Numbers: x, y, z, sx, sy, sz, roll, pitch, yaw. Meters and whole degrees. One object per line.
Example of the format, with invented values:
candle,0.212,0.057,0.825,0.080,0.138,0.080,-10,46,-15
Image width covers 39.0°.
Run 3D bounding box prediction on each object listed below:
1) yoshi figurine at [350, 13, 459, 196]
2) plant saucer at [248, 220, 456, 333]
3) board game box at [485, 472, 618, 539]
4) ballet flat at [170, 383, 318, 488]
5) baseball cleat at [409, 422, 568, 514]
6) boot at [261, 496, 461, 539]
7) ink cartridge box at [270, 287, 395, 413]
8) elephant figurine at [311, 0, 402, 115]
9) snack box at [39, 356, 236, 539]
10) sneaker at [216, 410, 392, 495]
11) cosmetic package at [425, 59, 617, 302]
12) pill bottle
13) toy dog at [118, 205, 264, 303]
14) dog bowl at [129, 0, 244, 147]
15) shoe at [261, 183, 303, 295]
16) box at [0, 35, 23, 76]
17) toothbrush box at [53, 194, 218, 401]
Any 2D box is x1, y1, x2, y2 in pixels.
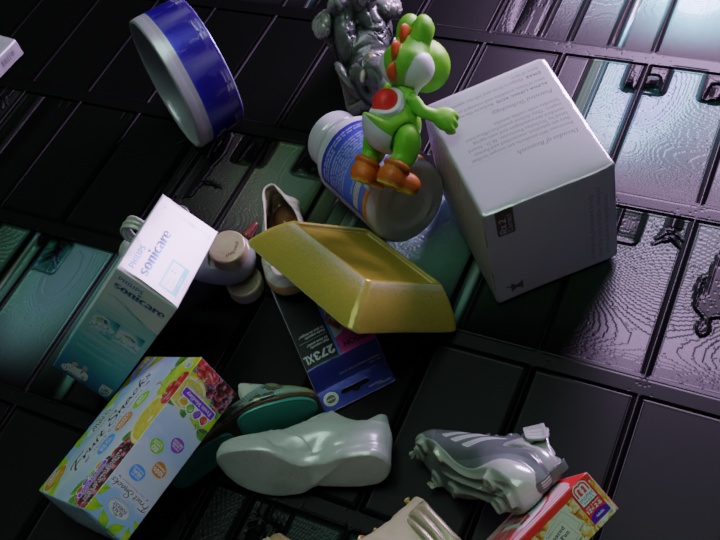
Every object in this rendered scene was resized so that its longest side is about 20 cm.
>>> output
yoshi figurine,0.059,-0.191,1.187,0.110,0.112,0.204,14,91,-4
plant saucer,0.000,0.000,1.185,0.199,0.198,0.049,38,111,35
board game box,0.136,0.279,0.948,0.199,0.152,0.046,-41,82,-17
ballet flat,-0.145,0.175,1.173,0.198,0.070,0.071,-30,42,-4
baseball cleat,0.136,0.194,1.042,0.105,0.071,0.199,-28,20,-22
boot,0.001,0.287,1.027,0.155,0.074,0.199,-38,30,-23
ink cartridge box,-0.038,0.072,1.238,0.093,0.037,0.202,-25,52,-3
elephant figurine,0.014,-0.286,1.445,0.141,0.154,0.203,-31,71,36
snack box,-0.251,0.193,1.138,0.201,0.068,0.168,-52,23,-24
sneaker,-0.060,0.194,1.136,0.195,0.076,0.089,-2,40,8
cosmetic package,0.192,-0.108,1.221,0.162,0.166,0.202,-22,51,-1
pill bottle,0.012,-0.132,1.322,0.111,0.113,0.200,-33,44,-11
toy dog,-0.208,-0.034,1.316,0.197,0.133,0.098,21,57,-1
dog bowl,-0.250,-0.285,1.468,0.078,0.202,0.200,-31,51,-13
shoe,-0.101,-0.042,1.302,0.069,0.054,0.201,-21,36,5
box,-0.703,-0.362,1.770,0.197,0.037,0.145,18,60,29
toothbrush box,-0.267,0.033,1.208,0.085,0.200,0.148,32,37,-11
